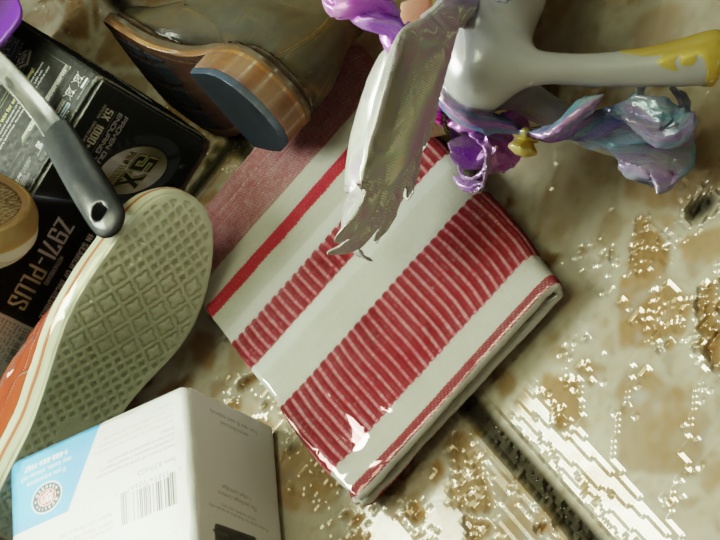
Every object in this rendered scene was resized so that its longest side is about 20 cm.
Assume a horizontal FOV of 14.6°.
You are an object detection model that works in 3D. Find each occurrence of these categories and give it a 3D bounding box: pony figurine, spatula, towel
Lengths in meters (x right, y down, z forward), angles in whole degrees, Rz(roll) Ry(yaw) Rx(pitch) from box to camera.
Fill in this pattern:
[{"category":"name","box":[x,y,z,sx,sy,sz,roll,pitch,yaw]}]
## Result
[{"category":"pony figurine","box":[0.052,-0.095,1.211,0.167,0.199,0.194,179,98,-85]},{"category":"spatula","box":[-0.160,-0.080,1.379,0.057,0.021,0.200,-47,52,11]},{"category":"towel","box":[0.000,0.000,1.328,0.144,0.023,0.200,-48,48,11]}]

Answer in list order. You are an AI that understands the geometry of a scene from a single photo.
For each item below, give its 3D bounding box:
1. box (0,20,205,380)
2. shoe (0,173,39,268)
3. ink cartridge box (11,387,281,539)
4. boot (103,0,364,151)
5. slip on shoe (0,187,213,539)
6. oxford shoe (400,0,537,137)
[{"category":"box","box":[-0.201,-0.028,1.465,0.164,0.086,0.200,32,91,44]},{"category":"shoe","box":[-0.233,-0.011,1.395,0.199,0.054,0.070,-1,37,36]},{"category":"ink cartridge box","box":[-0.097,0.170,1.297,0.116,0.067,0.201,-24,56,30]},{"category":"boot","box":[-0.055,-0.122,1.405,0.097,0.075,0.200,-46,31,-10]},{"category":"slip on shoe","box":[-0.137,0.040,1.378,0.200,0.074,0.061,-60,38,21]},{"category":"oxford shoe","box":[0.059,-0.161,1.302,0.074,0.071,0.201,2,97,10]}]
